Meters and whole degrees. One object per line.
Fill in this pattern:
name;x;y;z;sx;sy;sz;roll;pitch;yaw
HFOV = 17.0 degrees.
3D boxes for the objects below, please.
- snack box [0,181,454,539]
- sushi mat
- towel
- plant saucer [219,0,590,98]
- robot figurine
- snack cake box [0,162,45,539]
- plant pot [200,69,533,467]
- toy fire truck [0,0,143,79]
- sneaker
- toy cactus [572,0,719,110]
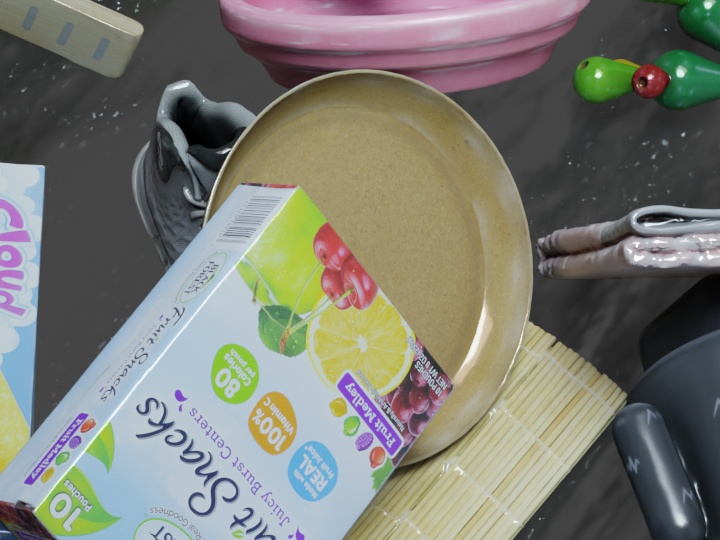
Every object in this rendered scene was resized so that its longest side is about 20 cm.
snack box;-0.060;0.078;1.116;0.200;0.053;0.142;-51;120;-24
sushi mat;0.045;0.104;1.234;0.096;0.012;0.200;35;61;15
towel;0.206;-0.014;1.232;0.200;0.191;0.032;0;88;-8
plant saucer;0.025;-0.134;1.300;0.200;0.051;0.201;-4;18;1
robot figurine;0.205;0.101;1.191;0.150;0.125;0.200;-15;61;0
snack cake box;-0.191;0.060;1.170;0.067;0.115;0.200;2;60;-7
plant pot;0.000;0.000;1.213;0.200;0.027;0.200;2;87;-34
toy fire truck;-0.216;-0.149;1.255;0.129;0.176;0.200;-24;66;-20
sneaker;-0.065;-0.011;1.228;0.075;0.116;0.200;-21;64;-18
toy cactus;0.217;-0.137;1.363;0.200;0.102;0.165;-36;79;-33
